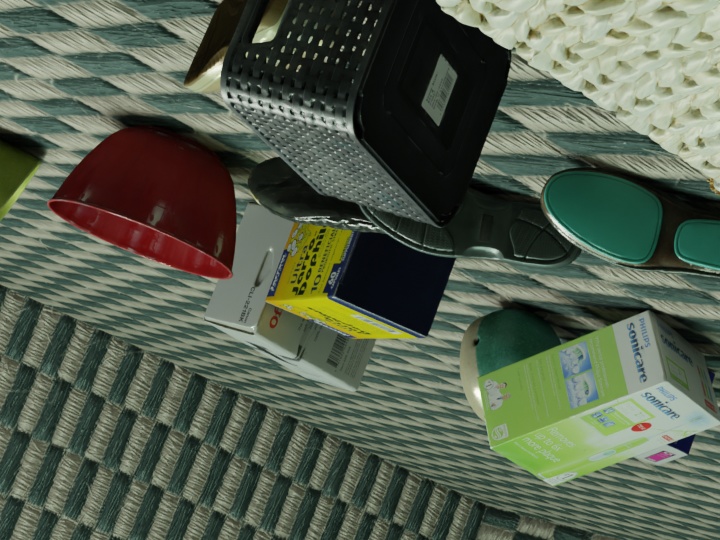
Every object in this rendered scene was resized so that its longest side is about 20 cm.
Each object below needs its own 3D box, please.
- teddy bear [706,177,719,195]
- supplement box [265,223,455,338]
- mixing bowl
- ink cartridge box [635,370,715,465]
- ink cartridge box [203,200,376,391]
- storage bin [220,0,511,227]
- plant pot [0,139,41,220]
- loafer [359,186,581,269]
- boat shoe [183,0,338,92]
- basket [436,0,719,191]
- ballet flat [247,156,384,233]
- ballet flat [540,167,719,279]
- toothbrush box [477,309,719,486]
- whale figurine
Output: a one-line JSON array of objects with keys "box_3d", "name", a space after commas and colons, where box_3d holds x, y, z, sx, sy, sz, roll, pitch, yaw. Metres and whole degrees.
[{"box_3d": [0.320, -0.023, 1.296, 0.145, 0.067, 0.200, 13, 167, 48], "name": "teddy bear"}, {"box_3d": [0.000, 0.000, 1.922, 0.109, 0.109, 0.200, 24, 169, -19], "name": "supplement box"}, {"box_3d": [-0.201, -0.077, 1.921, 0.200, 0.109, 0.200, 21, 170, 4], "name": "mixing bowl"}, {"box_3d": [0.346, 0.157, 2.094, 0.037, 0.095, 0.200, 20, 170, 2], "name": "ink cartridge box"}, {"box_3d": [-0.063, 0.029, 2.097, 0.084, 0.144, 0.200, 13, 167, 38], "name": "ink cartridge box"}, {"box_3d": [0.010, -0.124, 1.186, 0.094, 0.135, 0.200, 16, 169, 25], "name": "storage bin"}, {"box_3d": [-0.508, -0.112, 2.233, 0.200, 0.187, 0.187, 37, 167, -7], "name": "plant pot"}, {"box_3d": [0.096, -0.038, 1.663, 0.200, 0.072, 0.063, 16, 175, 14], "name": "loafer"}, {"box_3d": [-0.070, -0.158, 1.365, 0.065, 0.072, 0.200, 26, 163, -19], "name": "boat shoe"}, {"box_3d": [0.156, -0.147, 0.639, 0.161, 0.200, 0.198, 29, 168, -14], "name": "basket"}, {"box_3d": [-0.018, -0.061, 1.756, 0.200, 0.067, 0.057, 14, 164, 29], "name": "ballet flat"}, {"box_3d": [0.235, -0.025, 1.465, 0.200, 0.068, 0.068, 19, 178, 13], "name": "ballet flat"}, {"box_3d": [0.243, 0.133, 1.947, 0.200, 0.086, 0.146, -24, 148, 22], "name": "toothbrush box"}, {"box_3d": [0.196, 0.123, 2.111, 0.104, 0.159, 0.200, -21, 135, 33], "name": "whale figurine"}]
